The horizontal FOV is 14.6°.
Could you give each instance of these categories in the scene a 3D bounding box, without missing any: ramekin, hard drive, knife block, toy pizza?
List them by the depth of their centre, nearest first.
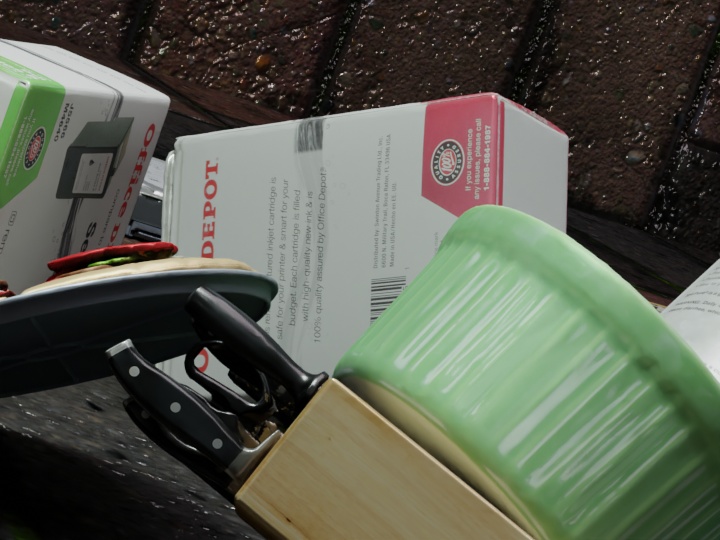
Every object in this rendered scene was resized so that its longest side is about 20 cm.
[{"bbox_3d":[-0.008,0.087,1.115,0.200,0.064,0.176,30,-12,50],"label":"knife block"},{"bbox_3d":[-0.134,0.021,1.203,0.199,0.032,0.200,-13,-10,-2],"label":"toy pizza"},{"bbox_3d":[0.079,0.079,1.223,0.200,0.098,0.200,44,-16,17],"label":"ramekin"},{"bbox_3d":[-0.141,-0.050,2.100,0.139,0.038,0.200,17,9,-22],"label":"hard drive"}]

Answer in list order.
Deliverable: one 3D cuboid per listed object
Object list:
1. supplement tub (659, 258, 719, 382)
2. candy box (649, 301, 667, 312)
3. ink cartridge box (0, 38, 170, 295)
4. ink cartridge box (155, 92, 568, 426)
[{"bbox_3d":[0.203,0.059,1.398,0.132,0.132,0.200,26,52,36],"label":"supplement tub"},{"bbox_3d":[0.279,0.079,2.240,0.116,0.057,0.200,14,11,-42],"label":"candy box"},{"bbox_3d":[-0.190,-0.042,1.483,0.084,0.146,0.200,23,8,16],"label":"ink cartridge box"},{"bbox_3d":[0.000,0.000,1.420,0.199,0.147,0.085,-5,-14,31],"label":"ink cartridge box"}]
